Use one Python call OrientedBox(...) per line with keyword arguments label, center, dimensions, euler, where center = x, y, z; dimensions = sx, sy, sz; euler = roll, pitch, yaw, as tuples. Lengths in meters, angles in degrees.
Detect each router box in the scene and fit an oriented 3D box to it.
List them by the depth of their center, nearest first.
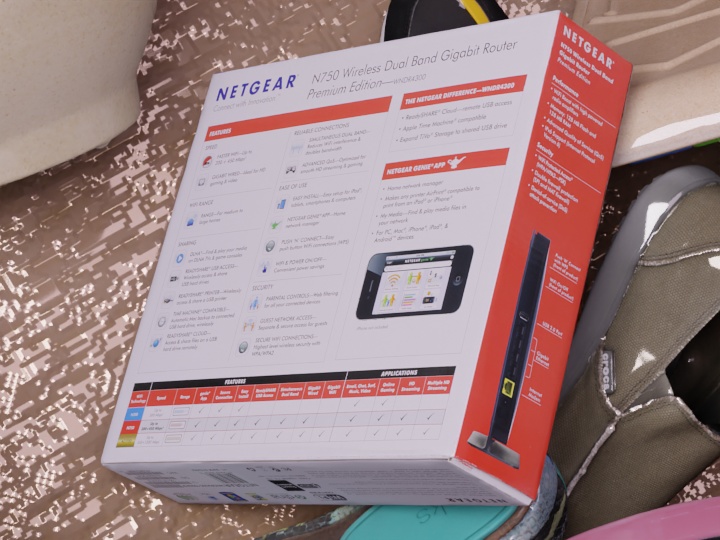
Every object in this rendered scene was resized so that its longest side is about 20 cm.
OrientedBox(label="router box", center=(0.000, 0.000, 0.975), dimensions=(0.049, 0.200, 0.180), euler=(31, 66, -39))

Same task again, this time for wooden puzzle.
OrientedBox(label="wooden puzzle", center=(0.175, -0.102, 1.030), dimensions=(0.185, 0.200, 0.046), euler=(-16, 114, 16))

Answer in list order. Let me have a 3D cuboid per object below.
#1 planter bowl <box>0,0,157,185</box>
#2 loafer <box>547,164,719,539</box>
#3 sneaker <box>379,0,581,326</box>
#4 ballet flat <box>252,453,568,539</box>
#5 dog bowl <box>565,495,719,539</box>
OrientedBox(label="planter bowl", center=(-0.163, -0.105, 0.988), dimensions=(0.200, 0.200, 0.135), euler=(-21, 106, -16))
OrientedBox(label="loafer", center=(0.113, 0.059, 0.997), dimensions=(0.070, 0.201, 0.075), euler=(33, 22, 34))
OrientedBox(label="sneaker", center=(0.058, -0.044, 1.052), dimensions=(0.070, 0.090, 0.201), euler=(-7, 76, -13))
OrientedBox(label="ballet flat", center=(-0.002, 0.129, 0.988), dimensions=(0.200, 0.074, 0.074), euler=(-28, 78, 20))
OrientedBox(label="dog bowl", center=(0.132, 0.151, 0.961), dimensions=(0.199, 0.200, 0.074), euler=(-4, 62, -12))
